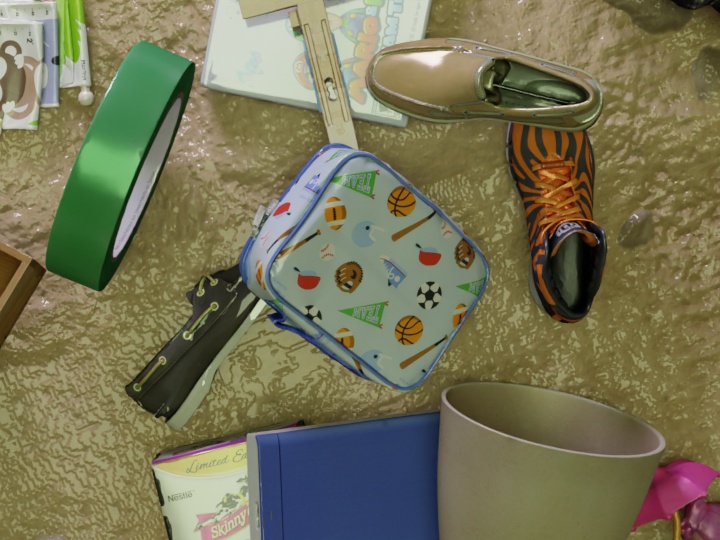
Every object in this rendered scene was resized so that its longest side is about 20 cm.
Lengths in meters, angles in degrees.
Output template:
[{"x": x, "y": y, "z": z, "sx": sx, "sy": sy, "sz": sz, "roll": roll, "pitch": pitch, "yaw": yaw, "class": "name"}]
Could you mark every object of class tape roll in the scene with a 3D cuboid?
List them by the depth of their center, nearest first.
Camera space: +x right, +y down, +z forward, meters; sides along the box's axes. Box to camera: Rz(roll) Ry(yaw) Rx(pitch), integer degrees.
[{"x": -0.192, "y": -0.084, "z": 1.295, "sx": 0.048, "sy": 0.200, "sz": 0.201, "roll": 22, "pitch": 93, "yaw": -2, "class": "tape roll"}]

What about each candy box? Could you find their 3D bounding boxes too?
[{"x": -0.091, "y": 0.241, "z": 1.389, "sx": 0.136, "sy": 0.061, "sz": 0.201, "roll": -14, "pitch": 94, "yaw": -1, "class": "candy box"}]

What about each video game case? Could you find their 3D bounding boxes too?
[{"x": -0.030, "y": -0.237, "z": 1.377, "sx": 0.181, "sy": 0.024, "sz": 0.201, "roll": 11, "pitch": 94, "yaw": -2, "class": "video game case"}]

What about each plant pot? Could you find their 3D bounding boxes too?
[{"x": 0.140, "y": 0.215, "z": 1.341, "sx": 0.187, "sy": 0.187, "sz": 0.201, "roll": 10, "pitch": 101, "yaw": -2, "class": "plant pot"}]

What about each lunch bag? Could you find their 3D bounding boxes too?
[{"x": 0.000, "y": 0.000, "z": 1.331, "sx": 0.200, "sy": 0.076, "sz": 0.160, "roll": 39, "pitch": 83, "yaw": -27, "class": "lunch bag"}]

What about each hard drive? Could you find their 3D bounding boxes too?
[{"x": 0.000, "y": 0.192, "z": 1.358, "sx": 0.199, "sy": 0.025, "sz": 0.132, "roll": -4, "pitch": 95, "yaw": -30, "class": "hard drive"}]

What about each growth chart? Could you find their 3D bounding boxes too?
[{"x": -0.324, "y": -0.179, "z": 1.377, "sx": 0.199, "sy": 0.018, "sz": 0.145, "roll": -10, "pitch": 95, "yaw": 0, "class": "growth chart"}]

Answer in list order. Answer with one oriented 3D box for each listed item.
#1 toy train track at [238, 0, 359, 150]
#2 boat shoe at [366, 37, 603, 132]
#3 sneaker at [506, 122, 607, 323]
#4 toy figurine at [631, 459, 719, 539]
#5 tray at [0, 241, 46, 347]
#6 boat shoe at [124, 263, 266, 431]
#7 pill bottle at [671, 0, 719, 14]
[{"x": -0.035, "y": -0.192, "z": 1.351, "sx": 0.114, "sy": 0.033, "sz": 0.201, "roll": -14, "pitch": 92, "yaw": 1, "class": "toy train track"}, {"x": 0.099, "y": -0.157, "z": 1.321, "sx": 0.199, "sy": 0.076, "sz": 0.072, "roll": 5, "pitch": 90, "yaw": 11, "class": "boat shoe"}, {"x": 0.173, "y": -0.055, "z": 1.349, "sx": 0.077, "sy": 0.112, "sz": 0.201, "roll": -11, "pitch": 93, "yaw": -1, "class": "sneaker"}, {"x": 0.284, "y": 0.256, "z": 1.378, "sx": 0.199, "sy": 0.150, "sz": 0.185, "roll": 11, "pitch": 84, "yaw": -24, "class": "toy figurine"}, {"x": -0.359, "y": -0.004, "z": 1.281, "sx": 0.200, "sy": 0.037, "sz": 0.099, "roll": 26, "pitch": 79, "yaw": 17, "class": "tray"}, {"x": -0.125, "y": 0.039, "z": 1.369, "sx": 0.060, "sy": 0.072, "sz": 0.201, "roll": 33, "pitch": 95, "yaw": -7, "class": "boat shoe"}, {"x": 0.268, "y": -0.289, "z": 1.337, "sx": 0.200, "sy": 0.112, "sz": 0.112, "roll": 38, "pitch": 92, "yaw": -3, "class": "pill bottle"}]
